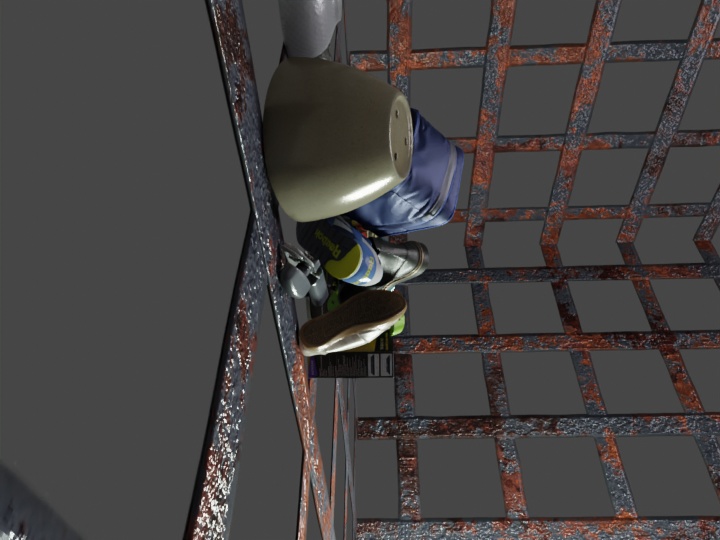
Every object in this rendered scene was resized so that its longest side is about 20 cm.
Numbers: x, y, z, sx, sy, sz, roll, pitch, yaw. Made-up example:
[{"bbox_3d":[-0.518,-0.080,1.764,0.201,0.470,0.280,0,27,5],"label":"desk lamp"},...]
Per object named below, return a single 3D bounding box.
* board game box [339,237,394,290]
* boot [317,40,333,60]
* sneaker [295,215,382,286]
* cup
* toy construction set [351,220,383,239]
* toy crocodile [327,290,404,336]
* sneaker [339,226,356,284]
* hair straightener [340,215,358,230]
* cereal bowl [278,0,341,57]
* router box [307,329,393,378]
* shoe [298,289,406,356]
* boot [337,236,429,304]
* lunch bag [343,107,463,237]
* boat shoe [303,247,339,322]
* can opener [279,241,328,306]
[{"bbox_3d":[-0.006,0.042,1.300,0.200,0.046,0.153,-46,-156,28],"label":"board game box"},{"bbox_3d":[-0.077,-0.447,1.093,0.182,0.070,0.207,84,-2,-88],"label":"boot"},{"bbox_3d":[-0.034,-0.040,0.893,0.075,0.081,0.201,-54,-137,15],"label":"sneaker"},{"bbox_3d":[-0.013,-0.164,0.745,0.199,0.139,0.208,2,90,-68],"label":"cup"},{"bbox_3d":[-0.004,-0.080,1.097,0.130,0.090,0.205,-24,136,-62],"label":"toy construction set"},{"bbox_3d":[-0.003,0.070,1.126,0.067,0.195,0.064,-19,116,-54],"label":"toy crocodile"},{"bbox_3d":[-0.004,-0.054,1.262,0.201,0.070,0.100,-52,-141,20],"label":"sneaker"},{"bbox_3d":[0.021,-0.116,1.200,0.041,0.195,0.079,-39,-110,63],"label":"hair straightener"},{"bbox_3d":[-0.070,-0.417,0.879,0.200,0.080,0.208,-1,90,-87],"label":"cereal bowl"},{"bbox_3d":[-0.015,0.134,1.127,0.201,0.152,0.054,-86,175,-73],"label":"router box"},{"bbox_3d":[-0.013,0.087,0.971,0.071,0.195,0.054,55,-28,32],"label":"shoe"},{"bbox_3d":[0.000,0.000,0.998,0.136,0.198,0.079,9,53,-48],"label":"boot"},{"bbox_3d":[0.051,-0.131,0.891,0.197,0.131,0.140,-5,-117,50],"label":"lunch bag"},{"bbox_3d":[-0.066,0.007,1.043,0.072,0.058,0.208,-82,170,-77],"label":"boat shoe"},{"bbox_3d":[-0.086,0.018,0.855,0.068,0.052,0.201,-57,168,-16],"label":"can opener"}]
